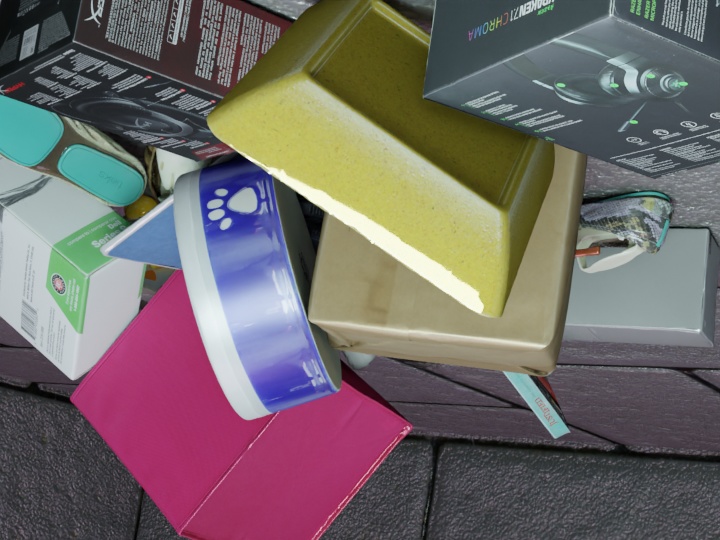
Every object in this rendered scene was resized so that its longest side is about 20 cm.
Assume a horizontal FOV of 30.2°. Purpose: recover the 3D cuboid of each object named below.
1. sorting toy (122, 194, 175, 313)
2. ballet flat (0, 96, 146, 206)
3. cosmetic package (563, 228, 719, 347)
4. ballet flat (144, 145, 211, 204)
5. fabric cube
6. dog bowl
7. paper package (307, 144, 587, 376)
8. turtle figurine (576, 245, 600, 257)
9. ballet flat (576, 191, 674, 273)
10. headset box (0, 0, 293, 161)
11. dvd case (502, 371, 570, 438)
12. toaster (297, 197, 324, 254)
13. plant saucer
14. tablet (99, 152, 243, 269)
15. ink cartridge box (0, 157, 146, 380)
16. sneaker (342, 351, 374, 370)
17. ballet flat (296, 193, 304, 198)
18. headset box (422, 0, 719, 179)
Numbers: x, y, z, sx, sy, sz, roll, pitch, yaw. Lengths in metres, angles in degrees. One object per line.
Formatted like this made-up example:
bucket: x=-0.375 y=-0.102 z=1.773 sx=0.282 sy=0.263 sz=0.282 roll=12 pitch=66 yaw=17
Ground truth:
sorting toy: x=-0.214 y=0.014 z=1.386 sx=0.199 sy=0.107 sz=0.180 roll=18 pitch=-154 yaw=3
ballet flat: x=-0.271 y=-0.116 z=1.159 sx=0.200 sy=0.067 sz=0.062 roll=37 pitch=-170 yaw=-43
cosmetic package: x=0.253 y=0.015 z=1.331 sx=0.199 sy=0.107 sz=0.090 roll=5 pitch=168 yaw=22
ballet flat: x=-0.158 y=-0.096 z=1.158 sx=0.067 sy=0.073 sz=0.200 roll=4 pitch=169 yaw=-15
fabric cube: x=-0.110 y=0.135 z=1.266 sx=0.199 sy=0.196 sz=0.200 roll=40 pitch=180 yaw=36
dog bowl: x=-0.078 y=0.010 z=1.047 sx=0.078 sy=0.201 sz=0.200 roll=-16 pitch=165 yaw=4
paper package: x=0.069 y=-0.035 z=1.004 sx=0.190 sy=0.201 sz=0.103 roll=6 pitch=167 yaw=11
turtle figurine: x=0.109 y=-0.056 z=1.172 sx=0.199 sy=0.065 sz=0.161 roll=21 pitch=-171 yaw=20
ballet flat: x=0.198 y=-0.031 z=1.245 sx=0.200 sy=0.072 sz=0.072 roll=-5 pitch=163 yaw=45
headset box: x=-0.137 y=-0.143 z=0.931 sx=0.199 sy=0.078 sz=0.149 roll=16 pitch=166 yaw=-35
dvd case: x=0.147 y=0.062 z=1.366 sx=0.022 sy=0.200 sz=0.146 roll=-31 pitch=128 yaw=11
toaster: x=0.000 y=0.000 z=1.203 sx=0.199 sy=0.114 sz=0.129 roll=18 pitch=-170 yaw=41
plant saucer: x=0.032 y=-0.088 z=0.802 sx=0.199 sy=0.200 sz=0.049 roll=33 pitch=125 yaw=-3
tablet: x=-0.118 y=-0.063 z=1.149 sx=0.200 sy=0.014 sz=0.130 roll=-35 pitch=161 yaw=18
ink cartridge box: x=-0.300 y=-0.020 z=1.241 sx=0.200 sy=0.084 sz=0.146 roll=38 pitch=137 yaw=18
sneaker: x=0.021 y=0.014 z=1.343 sx=0.088 sy=0.200 sz=0.075 roll=-17 pitch=125 yaw=20
ballet flat: x=0.004 y=-0.041 z=1.317 sx=0.199 sy=0.069 sz=0.068 roll=3 pitch=169 yaw=22
headset box: x=0.154 y=-0.133 z=0.752 sx=0.199 sy=0.093 sz=0.174 roll=15 pitch=166 yaw=-27
